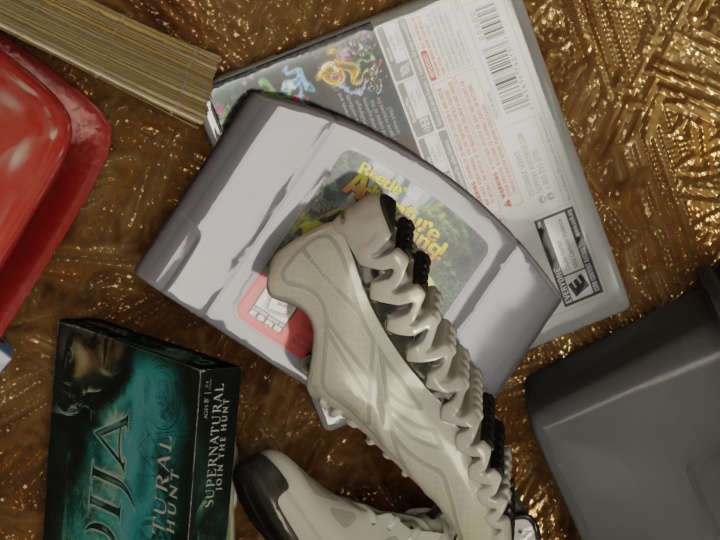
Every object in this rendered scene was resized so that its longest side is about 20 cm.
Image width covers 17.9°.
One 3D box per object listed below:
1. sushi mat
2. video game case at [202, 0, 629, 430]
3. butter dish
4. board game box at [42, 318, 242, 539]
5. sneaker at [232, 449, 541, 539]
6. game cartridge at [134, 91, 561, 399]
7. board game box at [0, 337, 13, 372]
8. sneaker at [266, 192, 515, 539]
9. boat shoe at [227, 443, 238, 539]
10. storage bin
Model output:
[{"bbox_3d":[-0.163,-0.132,1.142,0.200,0.096,0.012,26,114,-12],"label":"sushi mat"},{"bbox_3d":[0.029,-0.038,1.223,0.182,0.023,0.200,-22,103,-5],"label":"video game case"},{"bbox_3d":[-0.226,-0.055,1.099,0.199,0.148,0.200,35,71,-15],"label":"butter dish"},{"bbox_3d":[-0.118,0.134,1.175,0.028,0.135,0.200,-1,100,-40],"label":"board game box"},{"bbox_3d":[0.022,0.135,1.218,0.115,0.076,0.201,-44,125,-8],"label":"sneaker"},{"bbox_3d":[0.000,0.000,1.197,0.200,0.041,0.133,33,90,-13],"label":"game cartridge"},{"bbox_3d":[-0.304,0.039,1.179,0.200,0.037,0.151,39,92,-13],"label":"board game box"},{"bbox_3d":[0.020,0.062,1.164,0.081,0.075,0.200,-23,101,10],"label":"sneaker"},{"bbox_3d":[-0.100,0.162,1.217,0.072,0.062,0.200,3,99,-9],"label":"boat shoe"},{"bbox_3d":[0.178,0.115,1.220,0.134,0.146,0.200,-24,102,7],"label":"storage bin"}]
